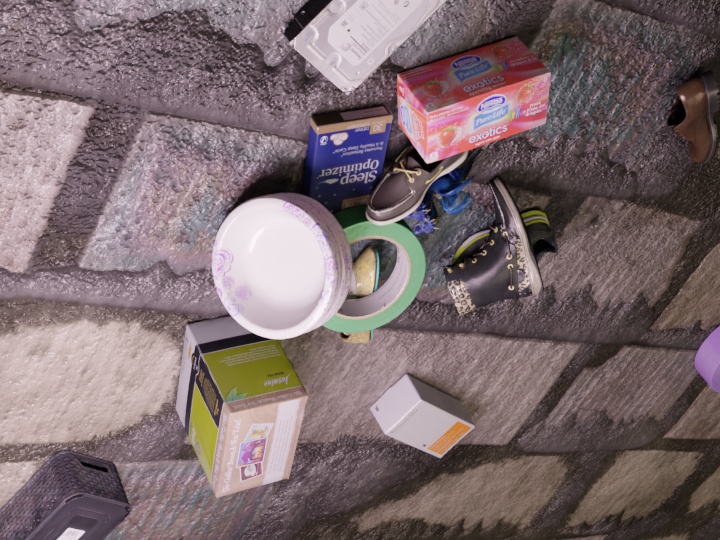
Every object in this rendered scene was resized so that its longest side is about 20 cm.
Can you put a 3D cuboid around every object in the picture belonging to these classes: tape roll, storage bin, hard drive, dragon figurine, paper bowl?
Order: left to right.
[{"bbox_3d":[-0.490,0.404,1.854,0.200,0.094,0.135,-44,140,14],"label":"storage bin"},{"bbox_3d":[-0.104,-0.010,1.614,0.201,0.201,0.104,-52,167,22],"label":"paper bowl"},{"bbox_3d":[0.000,0.000,1.725,0.199,0.048,0.202,-12,126,-17],"label":"tape roll"},{"bbox_3d":[0.011,-0.337,1.474,0.200,0.038,0.140,-42,140,11],"label":"hard drive"},{"bbox_3d":[0.140,-0.126,1.725,0.199,0.100,0.059,-27,141,-17],"label":"dragon figurine"},{"bbox_3d":[0.857,0.184,2.561,0.198,0.066,0.201,-18,139,-17],"label":"tape roll"}]

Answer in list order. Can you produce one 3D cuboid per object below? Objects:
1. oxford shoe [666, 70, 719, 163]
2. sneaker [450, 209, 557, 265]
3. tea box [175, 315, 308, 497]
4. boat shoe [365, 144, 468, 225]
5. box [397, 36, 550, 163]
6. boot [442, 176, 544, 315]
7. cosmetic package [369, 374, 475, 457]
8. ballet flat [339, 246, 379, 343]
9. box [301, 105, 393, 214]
[{"bbox_3d":[0.559,-0.253,1.918,0.084,0.073,0.201,-16,139,6],"label":"oxford shoe"},{"bbox_3d":[0.244,-0.030,1.911,0.199,0.081,0.074,-28,141,-6],"label":"sneaker"},{"bbox_3d":[-0.191,0.207,1.771,0.133,0.197,0.201,-10,136,-26],"label":"tea box"},{"bbox_3d":[0.080,-0.148,1.662,0.201,0.072,0.061,-43,153,-20],"label":"boat shoe"},{"bbox_3d":[0.160,-0.246,1.618,0.198,0.103,0.095,-19,139,-14],"label":"box"},{"bbox_3d":[0.201,-0.035,1.845,0.152,0.074,0.205,-19,100,9],"label":"boot"},{"bbox_3d":[0.121,0.279,2.156,0.101,0.071,0.199,-44,139,14],"label":"cosmetic package"},{"bbox_3d":[-0.007,0.046,1.839,0.070,0.071,0.201,-16,138,-20],"label":"ballet flat"},{"bbox_3d":[-0.025,-0.144,1.653,0.120,0.033,0.201,-13,138,-24],"label":"box"}]
